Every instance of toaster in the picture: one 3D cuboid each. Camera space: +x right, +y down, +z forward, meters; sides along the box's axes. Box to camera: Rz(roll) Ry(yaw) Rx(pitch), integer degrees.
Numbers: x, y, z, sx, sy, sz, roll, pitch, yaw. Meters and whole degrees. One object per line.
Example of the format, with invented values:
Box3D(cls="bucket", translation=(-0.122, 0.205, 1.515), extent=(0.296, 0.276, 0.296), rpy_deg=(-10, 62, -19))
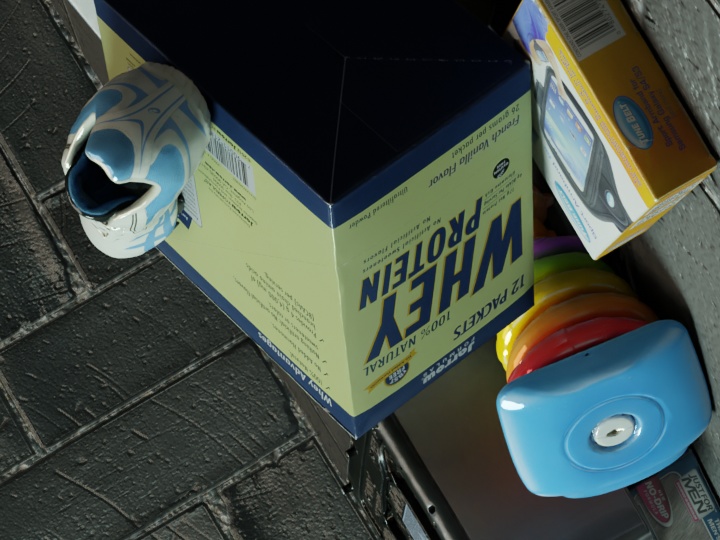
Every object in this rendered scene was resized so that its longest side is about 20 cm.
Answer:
Box3D(cls="toaster", translation=(0.082, 0.153, 1.592), extent=(0.201, 0.118, 0.181), rpy_deg=(58, 167, 19))

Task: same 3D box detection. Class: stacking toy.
Box3D(cls="stacking toy", translation=(0.113, 0.021, 1.510), extent=(0.110, 0.115, 0.201), rpy_deg=(67, -179, -48))

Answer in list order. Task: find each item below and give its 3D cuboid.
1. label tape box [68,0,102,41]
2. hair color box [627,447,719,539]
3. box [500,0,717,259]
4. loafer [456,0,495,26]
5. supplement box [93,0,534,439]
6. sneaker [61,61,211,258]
Box3D(cls="label tape box", translation=(-0.123, -0.164, 1.744), extent=(0.200, 0.063, 0.144), rpy_deg=(51, -166, 1))
Box3D(cls="hair color box", translation=(0.168, 0.155, 1.668), extent=(0.101, 0.060, 0.200), rpy_deg=(62, 167, -12))
Box3D(cls="box", translation=(0.114, -0.075, 1.326), extent=(0.120, 0.041, 0.200), rpy_deg=(60, 170, 6))
Box3D(cls="loafer", translation=(0.038, -0.163, 1.434), extent=(0.201, 0.069, 0.076), rpy_deg=(82, -178, -49))
Box3D(cls="supplement box", translation=(-0.021, -0.062, 1.393), extent=(0.200, 0.134, 0.200), rpy_deg=(42, 156, 30))
Box3D(cls="sneaker", translation=(-0.127, -0.048, 1.357), extent=(0.072, 0.072, 0.200), rpy_deg=(51, 160, 6))
